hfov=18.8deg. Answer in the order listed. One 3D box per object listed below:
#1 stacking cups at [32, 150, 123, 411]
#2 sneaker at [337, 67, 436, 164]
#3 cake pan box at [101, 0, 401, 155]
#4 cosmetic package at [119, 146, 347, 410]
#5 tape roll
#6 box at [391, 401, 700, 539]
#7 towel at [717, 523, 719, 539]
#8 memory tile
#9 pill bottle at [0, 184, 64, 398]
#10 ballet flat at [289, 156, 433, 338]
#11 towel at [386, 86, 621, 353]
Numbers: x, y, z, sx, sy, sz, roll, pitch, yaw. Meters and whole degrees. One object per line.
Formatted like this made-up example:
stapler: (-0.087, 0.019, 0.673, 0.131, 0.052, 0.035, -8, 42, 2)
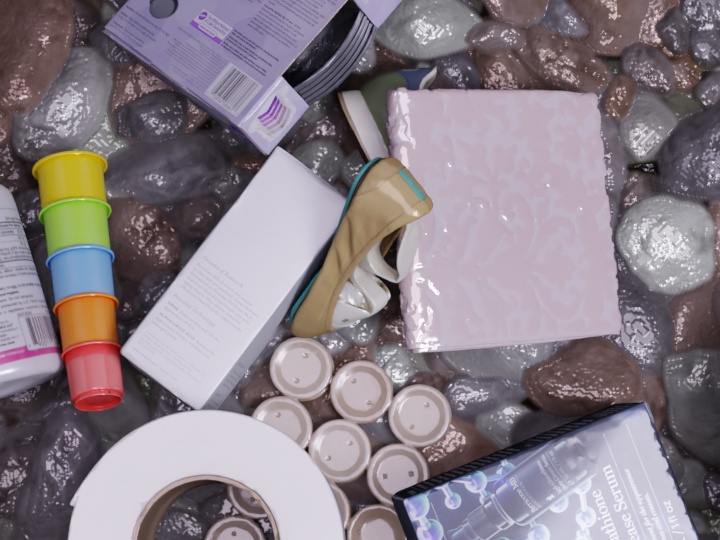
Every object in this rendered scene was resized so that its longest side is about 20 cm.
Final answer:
stacking cups: (-0.211, 0.010, 1.680, 0.060, 0.061, 0.200, -11, 71, -1)
sneaker: (0.062, -0.069, 1.704, 0.090, 0.067, 0.200, -26, 84, -3)
cake pan box: (-0.077, -0.205, 1.680, 0.200, 0.052, 0.184, 35, 84, 40)
cosmetic package: (-0.090, 0.011, 1.675, 0.081, 0.113, 0.200, 35, 83, 4)
tape roll: (-0.110, 0.206, 1.621, 0.202, 0.139, 0.203, 0, 83, 1)
box: (0.144, 0.203, 1.645, 0.200, 0.107, 0.149, -22, 87, -5)
towel: (0.372, 0.146, 1.588, 0.200, 0.048, 0.171, 13, 81, 3)
memory tile: (-0.025, 0.165, 1.704, 0.153, 0.017, 0.200, 20, 83, 3)
pill bottle: (-0.309, -0.001, 1.675, 0.113, 0.113, 0.200, -18, 83, -2)
ballet flat: (0.000, 0.000, 1.622, 0.063, 0.200, 0.069, 39, 49, 12)
towel: (0.109, -0.041, 1.678, 0.191, 0.032, 0.200, -3, 85, -29)
